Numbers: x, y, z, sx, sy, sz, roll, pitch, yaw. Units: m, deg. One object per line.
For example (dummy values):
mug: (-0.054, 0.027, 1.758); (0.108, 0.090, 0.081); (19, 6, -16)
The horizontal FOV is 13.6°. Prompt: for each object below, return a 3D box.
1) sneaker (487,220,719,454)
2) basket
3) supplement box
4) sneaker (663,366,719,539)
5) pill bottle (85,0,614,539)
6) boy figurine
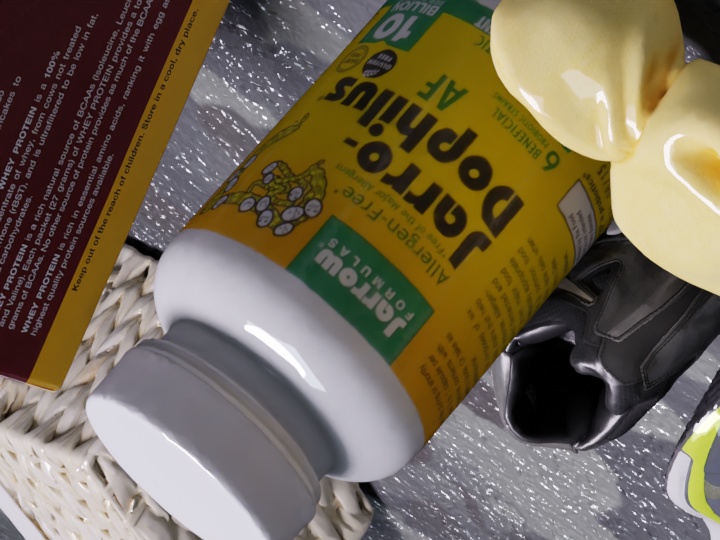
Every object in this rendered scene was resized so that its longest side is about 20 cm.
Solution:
sneaker: (0.073, 0.027, 1.121); (0.066, 0.091, 0.200); (46, 161, -9)
basket: (-0.099, 0.098, 1.551); (0.123, 0.136, 0.200); (16, 149, 44)
supplement box: (-0.177, -0.086, 1.101); (0.132, 0.198, 0.200); (27, -175, 37)
sneaker: (0.169, 0.085, 1.114); (0.081, 0.074, 0.200); (20, 159, 28)
pill bottle: (0.000, 0.000, 1.037); (0.113, 0.200, 0.113); (36, 160, 15)
boy figurine: (0.125, -0.024, 0.955); (0.200, 0.064, 0.124); (41, 161, 7)
